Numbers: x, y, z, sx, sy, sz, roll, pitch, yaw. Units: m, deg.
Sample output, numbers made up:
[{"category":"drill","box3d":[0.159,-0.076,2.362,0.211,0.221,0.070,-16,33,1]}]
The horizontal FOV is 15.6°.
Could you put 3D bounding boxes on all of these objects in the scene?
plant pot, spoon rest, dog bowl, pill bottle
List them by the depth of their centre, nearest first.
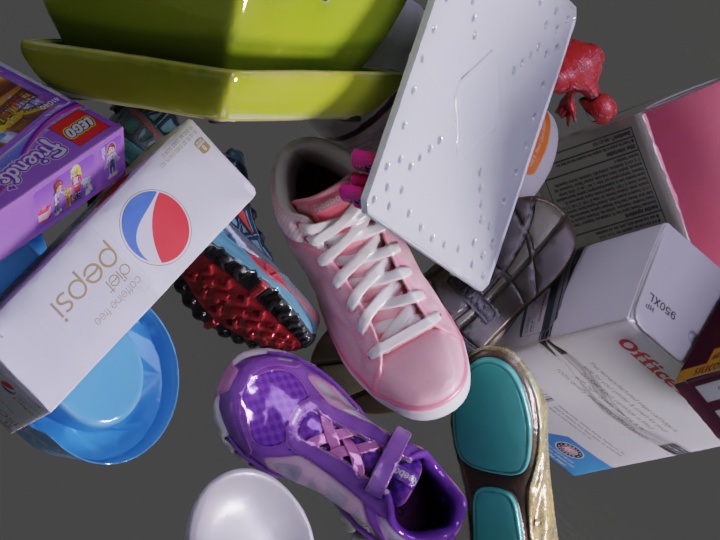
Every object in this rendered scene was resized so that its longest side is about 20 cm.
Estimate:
[{"category":"plant pot","box3d":[-0.082,-0.186,1.578,0.199,0.200,0.182,-5,103,-53]},{"category":"dog bowl","box3d":[-0.200,0.037,1.586,0.200,0.050,0.112,43,57,-21]},{"category":"spoon rest","box3d":[-0.093,0.209,1.621,0.099,0.061,0.200,48,56,-19]},{"category":"pill bottle","box3d":[0.030,-0.116,1.762,0.200,0.109,0.110,37,59,-26]}]

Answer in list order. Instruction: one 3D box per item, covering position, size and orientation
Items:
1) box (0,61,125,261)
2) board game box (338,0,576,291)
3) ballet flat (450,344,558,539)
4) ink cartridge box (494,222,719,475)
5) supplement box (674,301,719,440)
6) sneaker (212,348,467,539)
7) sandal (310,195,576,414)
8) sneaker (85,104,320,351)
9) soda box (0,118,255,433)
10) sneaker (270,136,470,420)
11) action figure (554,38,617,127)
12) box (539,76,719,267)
[{"category":"box","box3d":[-0.253,-0.050,1.518,0.200,0.137,0.039,-38,143,-37]},{"category":"board game box","box3d":[0.064,-0.106,1.646,0.200,0.026,0.201,32,75,-62]},{"category":"ballet flat","box3d":[0.100,0.128,1.755,0.071,0.071,0.201,-28,125,-38]},{"category":"ink cartridge box","box3d":[0.174,0.057,1.774,0.145,0.200,0.084,38,59,-25]},{"category":"supplement box","box3d":[0.300,0.023,1.684,0.086,0.110,0.200,48,52,-18]},{"category":"sneaker","box3d":[-0.005,0.119,1.682,0.200,0.088,0.081,39,73,-26]},{"category":"sandal","box3d":[0.057,0.024,1.750,0.200,0.055,0.082,-41,90,-5]},{"category":"sneaker","box3d":[-0.087,-0.035,1.673,0.200,0.079,0.096,47,53,-20]},{"category":"soda box","box3d":[-0.152,0.002,1.543,0.064,0.068,0.200,47,60,-10]},{"category":"sneaker","box3d":[0.000,0.000,1.674,0.075,0.105,0.200,-29,66,-1]},{"category":"action figure","box3d":[0.100,-0.160,1.849,0.200,0.099,0.065,45,53,16]},{"category":"box","box3d":[0.227,-0.022,1.880,0.109,0.128,0.200,-23,94,-39]}]
